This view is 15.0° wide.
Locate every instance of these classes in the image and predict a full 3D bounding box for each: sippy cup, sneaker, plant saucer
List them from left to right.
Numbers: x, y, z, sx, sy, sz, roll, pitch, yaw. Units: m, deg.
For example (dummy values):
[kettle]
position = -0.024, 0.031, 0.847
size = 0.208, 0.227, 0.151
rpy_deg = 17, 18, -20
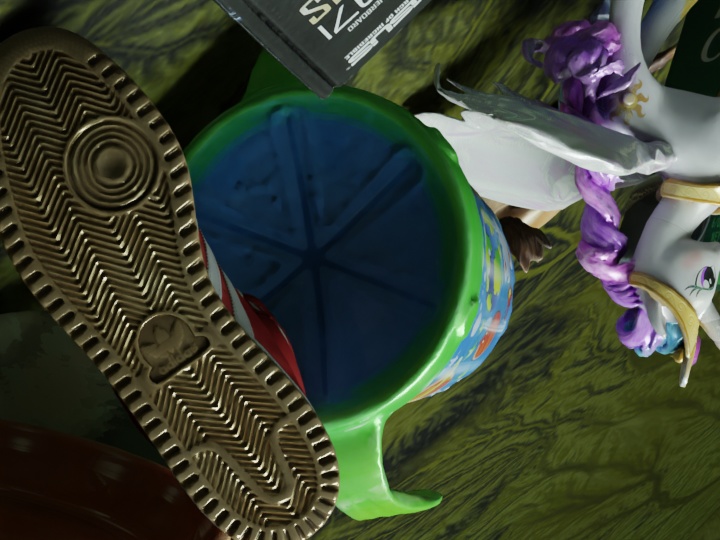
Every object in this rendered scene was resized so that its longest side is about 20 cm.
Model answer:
[plant saucer]
position = -0.146, 0.089, 0.964
size = 0.200, 0.200, 0.032
rpy_deg = -10, 114, -62
[sneaker]
position = -0.077, 0.003, 0.980
size = 0.071, 0.200, 0.112
rpy_deg = -30, -170, -3
[sippy cup]
position = 0.000, 0.000, 1.099
size = 0.178, 0.139, 0.130
rpy_deg = -65, 160, 4

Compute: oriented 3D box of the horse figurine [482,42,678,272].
[horse figurine]
position = 0.111, -0.058, 1.432
size = 0.200, 0.050, 0.132
rpy_deg = -41, -177, -38

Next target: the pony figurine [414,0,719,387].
[pony figurine]
position = 0.123, -0.070, 1.249
size = 0.200, 0.193, 0.167
rpy_deg = -64, -175, -7

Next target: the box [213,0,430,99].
[box]
position = 0.013, -0.168, 0.871
size = 0.200, 0.086, 0.164
rpy_deg = -44, 165, 2

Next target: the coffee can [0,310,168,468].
[coffee can]
position = -0.141, 0.128, 1.148
size = 0.146, 0.146, 0.200
rpy_deg = -35, 162, -27

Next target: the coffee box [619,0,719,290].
[coffee box]
position = 0.204, -0.086, 1.346
size = 0.044, 0.123, 0.201
rpy_deg = 35, 66, -36
